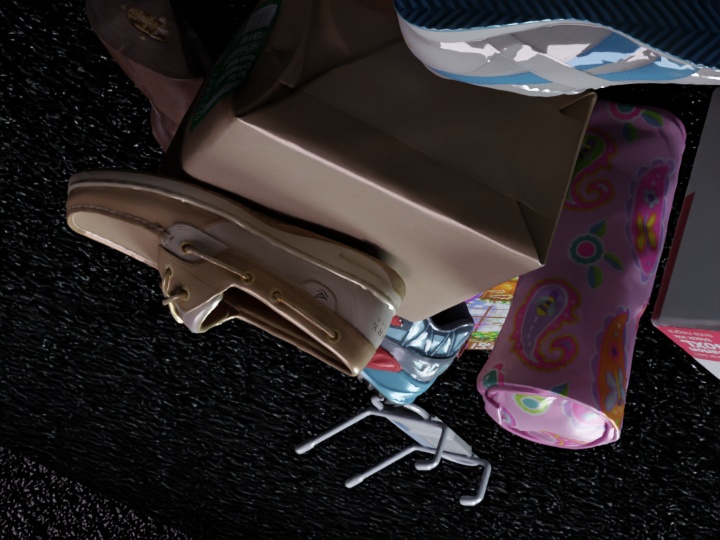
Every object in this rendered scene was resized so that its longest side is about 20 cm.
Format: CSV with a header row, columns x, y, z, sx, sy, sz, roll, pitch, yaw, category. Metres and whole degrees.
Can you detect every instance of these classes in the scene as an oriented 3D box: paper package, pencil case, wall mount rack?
x,y,z,sx,sy,sz,roll,pitch,yaw,category
0.002,-0.063,0.948,0.190,0.104,0.200,24,163,-14,paper package
0.126,-0.002,0.970,0.087,0.201,0.088,14,158,6,pencil case
0.039,0.196,1.852,0.173,0.075,0.200,7,158,33,wall mount rack

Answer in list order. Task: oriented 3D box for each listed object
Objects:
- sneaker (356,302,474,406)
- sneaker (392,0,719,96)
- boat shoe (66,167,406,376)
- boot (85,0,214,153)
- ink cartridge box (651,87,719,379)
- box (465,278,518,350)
x,y,z,sx,sy,sz,roll,pitch,yaw,category
0.000,0.000,1.100,0.200,0.095,0.079,42,-165,-39,sneaker
0.117,-0.121,0.813,0.199,0.077,0.081,7,164,11,sneaker
-0.078,0.002,0.945,0.199,0.069,0.074,19,162,9,boat shoe
-0.086,-0.090,1.094,0.186,0.064,0.200,35,164,19,boot
0.258,0.008,0.946,0.083,0.146,0.200,1,155,42,ink cartridge box
0.111,0.016,1.236,0.136,0.039,0.200,2,163,-6,box
